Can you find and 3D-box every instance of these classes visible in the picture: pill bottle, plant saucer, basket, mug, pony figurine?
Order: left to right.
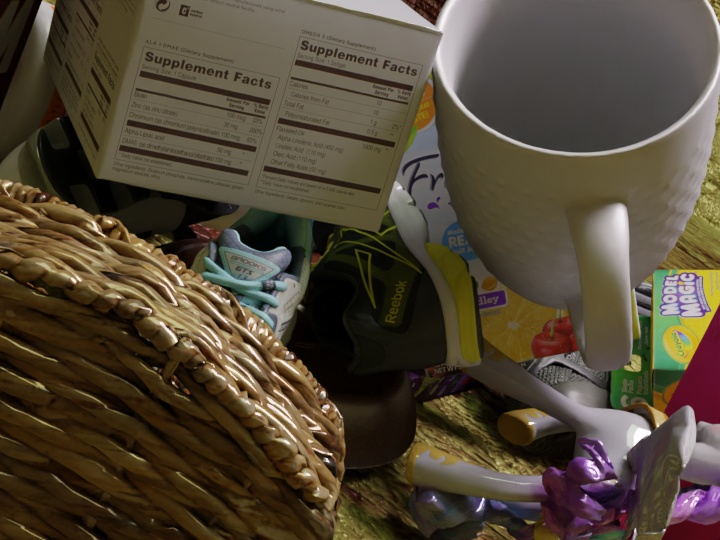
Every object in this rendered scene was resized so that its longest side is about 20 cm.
[{"bbox_3d":[-0.104,0.046,0.564,0.199,0.143,0.149,31,15,-4],"label":"basket"},{"bbox_3d":[-0.154,-0.094,1.003,0.199,0.110,0.110,19,19,-41],"label":"pill bottle"},{"bbox_3d":[-0.050,0.038,0.884,0.199,0.032,0.201,26,22,-11],"label":"plant saucer"},{"bbox_3d":[0.117,-0.043,0.824,0.146,0.176,0.201,-7,55,2],"label":"mug"},{"bbox_3d":[0.129,0.116,0.802,0.198,0.168,0.193,10,36,18],"label":"pony figurine"}]

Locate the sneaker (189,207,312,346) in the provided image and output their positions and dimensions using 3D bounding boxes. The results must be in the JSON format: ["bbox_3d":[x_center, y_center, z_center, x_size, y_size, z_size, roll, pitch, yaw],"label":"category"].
[{"bbox_3d":[-0.073,0.026,0.748,0.077,0.087,0.200,25,32,-1],"label":"sneaker"}]

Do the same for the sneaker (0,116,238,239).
[{"bbox_3d":[-0.148,-0.047,0.890,0.200,0.088,0.075,-5,69,-60],"label":"sneaker"}]

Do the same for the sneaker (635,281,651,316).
[{"bbox_3d":[0.342,0.052,1.636,0.199,0.075,0.088,26,10,-18],"label":"sneaker"}]

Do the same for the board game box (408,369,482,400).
[{"bbox_3d":[0.017,0.043,1.067,0.120,0.032,0.200,41,16,18],"label":"board game box"}]

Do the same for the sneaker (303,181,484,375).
[{"bbox_3d":[0.000,0.000,0.885,0.084,0.075,0.200,-11,21,-17],"label":"sneaker"}]

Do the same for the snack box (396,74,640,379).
[{"bbox_3d":[0.090,-0.043,0.964,0.141,0.202,0.053,-11,19,0],"label":"snack box"}]

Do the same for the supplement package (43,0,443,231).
[{"bbox_3d":[-0.072,-0.120,0.830,0.155,0.112,0.200,10,21,-23],"label":"supplement package"}]

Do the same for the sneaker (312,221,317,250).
[{"bbox_3d":[-0.032,-0.059,1.214,0.082,0.074,0.200,35,13,20],"label":"sneaker"}]

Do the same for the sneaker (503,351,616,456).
[{"bbox_3d":[0.171,0.081,1.117,0.198,0.076,0.115,14,45,-40],"label":"sneaker"}]

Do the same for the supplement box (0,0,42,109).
[{"bbox_3d":[-0.284,-0.192,0.843,0.199,0.198,0.133,35,25,15],"label":"supplement box"}]

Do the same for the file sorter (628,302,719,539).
[{"bbox_3d":[0.264,0.113,0.928,0.139,0.201,0.125,39,38,27],"label":"file sorter"}]

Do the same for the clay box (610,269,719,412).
[{"bbox_3d":[0.270,0.049,1.049,0.198,0.048,0.115,1,36,10],"label":"clay box"}]
